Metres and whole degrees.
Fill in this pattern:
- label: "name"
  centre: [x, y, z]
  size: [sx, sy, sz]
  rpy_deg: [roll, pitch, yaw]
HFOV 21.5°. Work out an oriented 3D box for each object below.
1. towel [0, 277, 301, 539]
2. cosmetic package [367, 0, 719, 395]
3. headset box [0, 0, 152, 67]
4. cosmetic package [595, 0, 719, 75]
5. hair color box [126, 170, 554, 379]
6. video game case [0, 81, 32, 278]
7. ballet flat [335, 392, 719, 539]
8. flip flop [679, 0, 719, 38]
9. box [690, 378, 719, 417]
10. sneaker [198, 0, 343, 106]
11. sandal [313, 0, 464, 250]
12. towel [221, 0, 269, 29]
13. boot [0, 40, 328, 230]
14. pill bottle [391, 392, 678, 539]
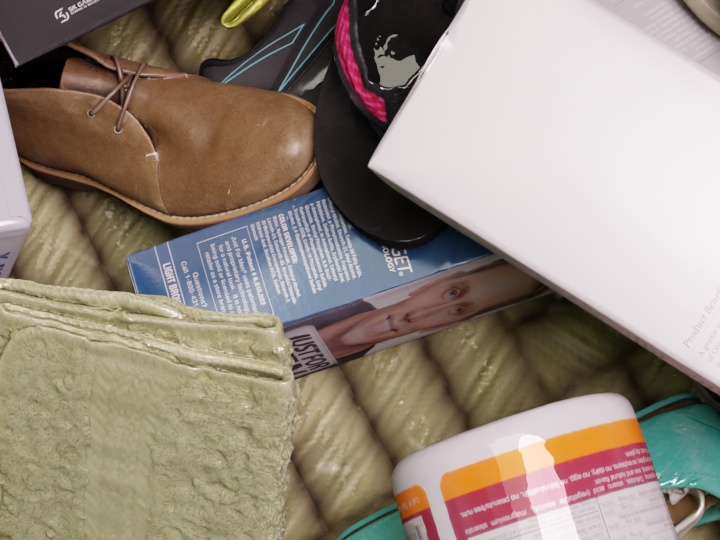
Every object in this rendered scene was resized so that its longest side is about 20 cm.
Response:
- label: "towel"
  centre: [-0.100, 0.095, 0.863]
  size: [0.148, 0.037, 0.201]
  rpy_deg: [11, 123, 9]
- label: "cosmetic package"
  centre: [0.115, -0.031, 0.765]
  size: [0.200, 0.085, 0.108]
  rpy_deg: [34, 91, 11]
- label: "headset box"
  centre: [-0.094, -0.172, 0.875]
  size: [0.148, 0.200, 0.078]
  rpy_deg: [-25, 104, 12]
- label: "cosmetic package"
  centre: [0.175, -0.076, 0.891]
  size: [0.090, 0.107, 0.201]
  rpy_deg: [-29, 73, -3]
- label: "hair color box"
  centre: [0.000, 0.000, 0.897]
  size: [0.199, 0.100, 0.061]
  rpy_deg: [-19, 74, 3]
- label: "video game case"
  centre: [-0.202, -0.080, 0.907]
  size: [0.022, 0.182, 0.201]
  rpy_deg: [-10, 74, -23]
- label: "ballet flat"
  centre: [0.083, 0.122, 0.870]
  size: [0.199, 0.067, 0.071]
  rpy_deg: [-22, 56, 0]
- label: "flip flop"
  centre: [0.190, -0.108, 0.813]
  size: [0.081, 0.058, 0.201]
  rpy_deg: [-24, 75, -1]
- label: "box"
  centre: [0.140, -0.012, 0.873]
  size: [0.041, 0.119, 0.200]
  rpy_deg: [-34, 74, -1]
- label: "sneaker"
  centre: [0.008, -0.124, 0.939]
  size: [0.200, 0.075, 0.079]
  rpy_deg: [-36, 71, -1]
- label: "sandal"
  centre: [0.020, -0.110, 0.848]
  size: [0.075, 0.045, 0.201]
  rpy_deg: [6, 78, 10]
- label: "towel"
  centre: [-0.030, -0.145, 0.889]
  size: [0.018, 0.200, 0.086]
  rpy_deg: [43, 95, -8]
- label: "boot"
  centre: [-0.106, -0.071, 0.905]
  size: [0.199, 0.075, 0.074]
  rpy_deg: [9, 67, 32]
- label: "pill bottle"
  centre: [0.091, 0.160, 0.782]
  size: [0.109, 0.110, 0.201]
  rpy_deg: [-18, 80, 3]
